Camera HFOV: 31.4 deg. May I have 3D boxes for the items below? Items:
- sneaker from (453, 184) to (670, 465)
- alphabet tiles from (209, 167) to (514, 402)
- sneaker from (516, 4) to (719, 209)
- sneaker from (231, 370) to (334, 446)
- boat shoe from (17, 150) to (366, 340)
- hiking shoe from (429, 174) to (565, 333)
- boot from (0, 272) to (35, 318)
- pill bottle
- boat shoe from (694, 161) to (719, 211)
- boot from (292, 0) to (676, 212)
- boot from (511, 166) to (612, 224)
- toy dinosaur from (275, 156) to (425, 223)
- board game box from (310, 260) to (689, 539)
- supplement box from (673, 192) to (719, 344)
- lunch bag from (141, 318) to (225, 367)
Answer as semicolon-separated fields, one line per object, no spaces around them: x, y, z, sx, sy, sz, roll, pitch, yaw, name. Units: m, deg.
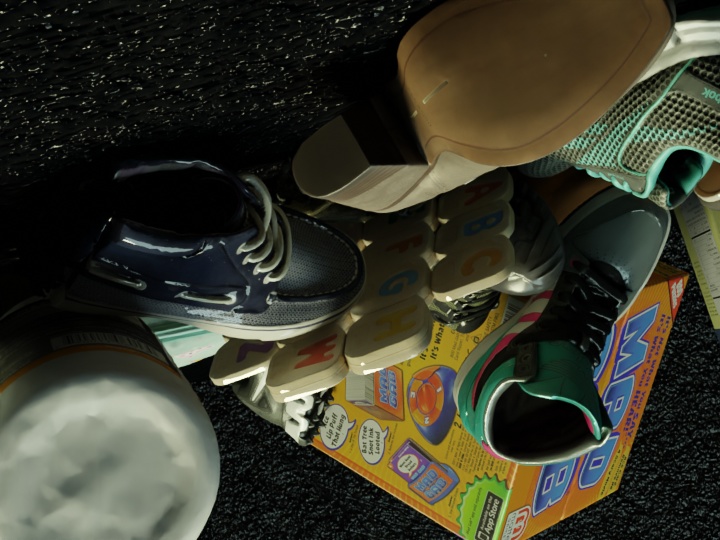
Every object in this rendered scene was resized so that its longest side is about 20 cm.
0.131;0.044;0.796;0.200;0.083;0.121;-56;-164;18;sneaker
0.000;0.000;0.768;0.195;0.015;0.200;-21;-152;18;alphabet tiles
0.151;-0.074;0.724;0.077;0.092;0.200;-14;174;-26;sneaker
-0.051;0.032;0.953;0.090;0.201;0.066;22;-153;11;sneaker
-0.061;-0.012;0.644;0.199;0.075;0.093;1;161;-37;boat shoe
0.074;-0.006;0.833;0.076;0.101;0.200;-40;-153;-17;hiking shoe
-0.220;0.105;0.831;0.150;0.201;0.073;-15;-162;48;boot
-0.146;0.076;0.662;0.116;0.117;0.200;-16;-165;-15;pill bottle
0.281;-0.080;0.926;0.067;0.057;0.200;-42;-172;26;boat shoe
0.064;-0.080;0.569;0.199;0.071;0.146;-20;-179;32;boot
0.181;-0.074;0.845;0.199;0.077;0.155;-24;-179;3;boot
-0.014;-0.045;0.747;0.199;0.048;0.088;-14;-179;-8;toy dinosaur
0.104;0.068;1.020;0.199;0.201;0.199;27;-157;33;board game box
0.378;-0.056;1.078;0.199;0.201;0.134;-18;175;3;supplement box
-0.162;0.037;0.904;0.160;0.077;0.200;-15;173;-37;lunch bag
